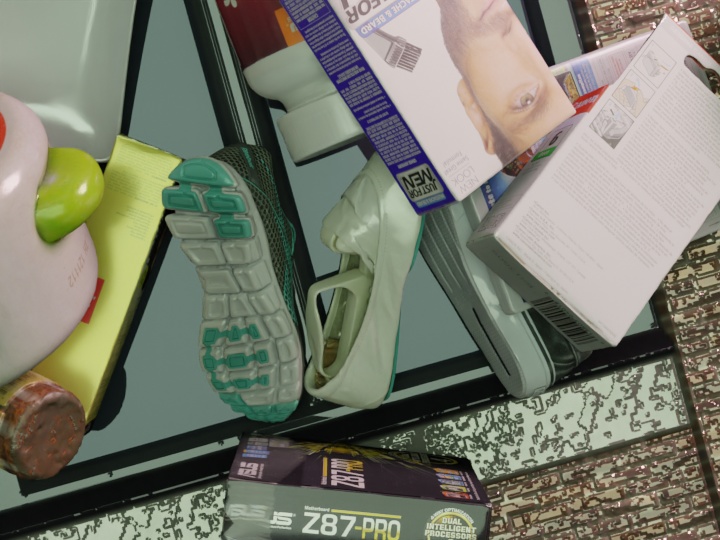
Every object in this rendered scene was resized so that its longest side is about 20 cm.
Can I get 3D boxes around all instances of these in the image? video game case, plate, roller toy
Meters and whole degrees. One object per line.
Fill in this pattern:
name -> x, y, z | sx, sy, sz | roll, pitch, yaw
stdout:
video game case -> 0.158, -0.071, 1.258 | 0.199, 0.018, 0.144 | -21, 92, -21
plate -> -0.247, -0.182, 1.240 | 0.199, 0.032, 0.200 | 7, 106, -13
roller toy -> -0.262, -0.011, 1.164 | 0.182, 0.200, 0.140 | -40, 132, -27

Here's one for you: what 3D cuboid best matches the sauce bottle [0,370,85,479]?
sauce bottle -> -0.262, 0.074, 1.219 | 0.200, 0.066, 0.066 | 23, 91, 38

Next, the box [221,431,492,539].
box -> -0.004, 0.146, 1.205 | 0.161, 0.200, 0.049 | 5, 93, 0

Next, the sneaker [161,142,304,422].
sneaker -> -0.067, 0.005, 1.263 | 0.077, 0.091, 0.201 | 2, 116, 24

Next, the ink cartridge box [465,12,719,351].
ink cartridge box -> 0.171, -0.058, 1.226 | 0.109, 0.050, 0.200 | 42, 71, -11

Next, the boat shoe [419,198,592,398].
boat shoe -> 0.090, -0.014, 1.275 | 0.071, 0.072, 0.200 | -27, 93, -22

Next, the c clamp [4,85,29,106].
c clamp -> -0.301, -0.056, 1.283 | 0.170, 0.027, 0.201 | -10, 90, -6

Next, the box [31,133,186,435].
box -> -0.172, 0.011, 1.261 | 0.050, 0.075, 0.201 | 21, 92, -1

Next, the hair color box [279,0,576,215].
hair color box -> 0.033, -0.149, 1.173 | 0.109, 0.065, 0.200 | -37, 100, -24

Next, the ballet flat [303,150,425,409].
ballet flat -> 0.000, 0.000, 1.244 | 0.069, 0.069, 0.201 | 9, 108, -1

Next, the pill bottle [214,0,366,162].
pill bottle -> -0.039, -0.180, 1.239 | 0.109, 0.110, 0.201 | -22, 92, 0
